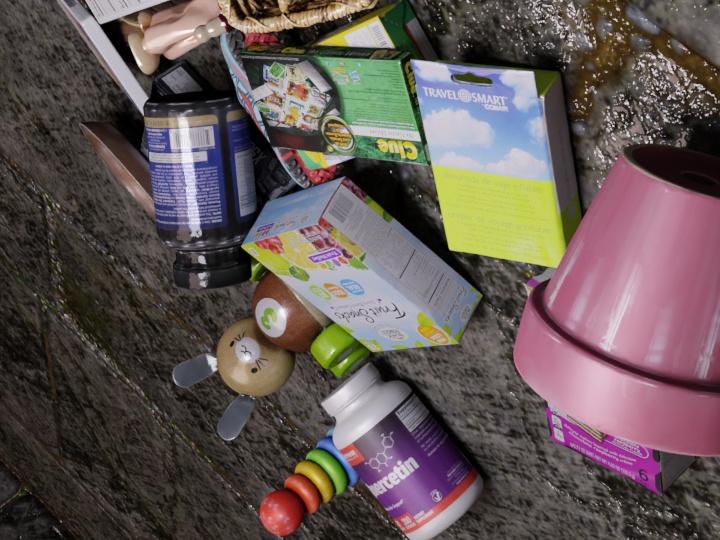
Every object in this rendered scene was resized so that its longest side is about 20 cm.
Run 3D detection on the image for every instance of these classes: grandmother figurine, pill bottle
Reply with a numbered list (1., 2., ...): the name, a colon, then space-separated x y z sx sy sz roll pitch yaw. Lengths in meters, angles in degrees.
1. grandmother figurine: -0.122 -0.253 1.287 0.199 0.122 0.061 -16 137 27
2. pill bottle: 0.045 0.209 1.585 0.200 0.112 0.112 51 151 1
3. pill bottle: -0.167 -0.087 1.449 0.111 0.111 0.202 11 110 50

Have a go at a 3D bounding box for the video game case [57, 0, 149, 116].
1. video game case: -0.298 -0.259 1.547 0.143 0.017 0.200 58 173 -37

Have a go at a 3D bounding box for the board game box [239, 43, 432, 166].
1. board game box: -0.022 -0.154 1.243 0.199 0.023 0.105 11 128 40

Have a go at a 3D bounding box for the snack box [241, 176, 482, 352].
1. snack box: 0.000 0.000 1.400 0.200 0.068 0.168 38 156 -21

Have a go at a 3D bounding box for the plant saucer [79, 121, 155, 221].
1. plant saucer: -0.278 -0.116 1.712 0.200 0.032 0.200 48 171 10

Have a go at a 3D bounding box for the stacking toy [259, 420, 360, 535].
1. stacking toy: -0.046 0.252 1.672 0.085 0.200 0.086 35 148 26

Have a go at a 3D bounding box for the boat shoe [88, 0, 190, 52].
1. boat shoe: -0.227 -0.268 1.483 0.200 0.072 0.068 19 143 54

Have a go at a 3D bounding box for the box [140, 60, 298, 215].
1. box: -0.168 -0.122 1.577 0.200 0.050 0.158 46 151 9

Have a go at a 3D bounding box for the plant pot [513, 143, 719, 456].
1. plant pot: 0.230 0.011 1.009 0.199 0.199 0.180 29 116 34

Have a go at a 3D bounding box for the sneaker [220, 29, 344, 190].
1. sneaker: -0.079 -0.176 1.388 0.201 0.079 0.095 64 166 -14

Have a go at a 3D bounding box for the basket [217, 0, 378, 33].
1. basket: -0.047 -0.302 1.099 0.142 0.149 0.201 19 137 44

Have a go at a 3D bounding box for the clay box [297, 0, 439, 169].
1. clay box: -0.007 -0.169 1.273 0.199 0.048 0.115 -12 113 51

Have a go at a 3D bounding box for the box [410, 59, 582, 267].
1. box: 0.120 -0.099 1.169 0.121 0.048 0.201 10 133 31

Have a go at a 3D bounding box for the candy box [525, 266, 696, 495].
1. candy box: 0.231 0.095 1.243 0.136 0.061 0.201 24 141 41

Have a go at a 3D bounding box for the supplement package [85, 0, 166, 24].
1. supplement package: -0.203 -0.328 1.328 0.199 0.114 0.110 0 125 54

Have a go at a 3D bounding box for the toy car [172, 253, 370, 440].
1. toy car: -0.117 0.090 1.559 0.164 0.200 0.158 48 180 15
